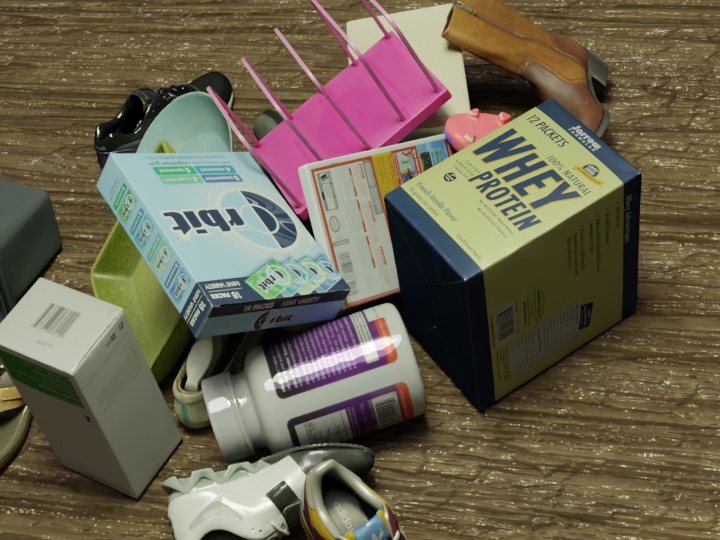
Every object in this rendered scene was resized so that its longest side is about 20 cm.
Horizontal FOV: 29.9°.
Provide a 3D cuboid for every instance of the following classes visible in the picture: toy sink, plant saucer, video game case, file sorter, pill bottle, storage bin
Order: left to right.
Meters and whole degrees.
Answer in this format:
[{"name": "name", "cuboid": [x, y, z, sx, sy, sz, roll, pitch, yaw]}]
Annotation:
[{"name": "storage bin", "cuboid": [-0.438, -0.044, 1.490, 0.198, 0.147, 0.135, 14, 44, 23]}, {"name": "plant saucer", "cuboid": [-0.203, 0.003, 1.389, 0.047, 0.201, 0.201, 11, 37, -35]}, {"name": "plant saucer", "cuboid": [-0.191, -0.095, 1.486, 0.200, 0.038, 0.204, -18, 65, 43]}, {"name": "pill bottle", "cuboid": [-0.045, 0.113, 1.278, 0.198, 0.112, 0.112, -18, 48, -4]}, {"name": "file sorter", "cuboid": [-0.039, -0.186, 1.382, 0.199, 0.126, 0.139, -39, 43, 3]}, {"name": "video game case", "cuboid": [0.036, -0.052, 1.351, 0.198, 0.145, 0.017, -16, 2, -37]}, {"name": "toy sink", "cuboid": [0.059, -0.185, 1.513, 0.129, 0.113, 0.202, -9, 48, 5]}]

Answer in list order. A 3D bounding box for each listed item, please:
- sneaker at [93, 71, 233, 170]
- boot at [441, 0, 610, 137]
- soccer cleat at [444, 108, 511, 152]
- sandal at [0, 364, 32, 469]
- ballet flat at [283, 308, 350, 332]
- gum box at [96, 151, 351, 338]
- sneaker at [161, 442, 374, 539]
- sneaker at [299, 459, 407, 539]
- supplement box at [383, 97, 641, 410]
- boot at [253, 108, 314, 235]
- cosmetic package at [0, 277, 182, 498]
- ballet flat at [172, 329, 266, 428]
[{"name": "sneaker", "cuboid": [-0.229, -0.184, 1.589, 0.075, 0.088, 0.200, 28, 60, 31]}, {"name": "boot", "cuboid": [0.180, -0.220, 1.474, 0.199, 0.068, 0.190, 29, 50, -15]}, {"name": "soccer cleat", "cuboid": [0.176, -0.106, 1.400, 0.197, 0.077, 0.067, 15, 49, -6]}, {"name": "sandal", "cuboid": [-0.361, 0.123, 1.374, 0.080, 0.054, 0.201, 17, 55, 25]}, {"name": "ballet flat", "cuboid": [0.000, 0.000, 1.388, 0.199, 0.063, 0.068, -30, 50, -14]}, {"name": "gum box", "cuboid": [-0.129, -0.030, 1.264, 0.169, 0.045, 0.200, -6, 47, -45]}, {"name": "sneaker", "cuboid": [-0.077, 0.216, 1.234, 0.197, 0.074, 0.089, -14, 66, -2]}, {"name": "sneaker", "cuboid": [0.015, 0.250, 1.136, 0.075, 0.090, 0.200, -36, 71, -20]}, {"name": "supplement box", "cuboid": [0.149, -0.015, 1.287, 0.198, 0.201, 0.134, -30, 51, -16]}, {"name": "boot", "cuboid": [-0.116, -0.093, 1.503, 0.130, 0.068, 0.201, -27, 49, -6]}, {"name": "cosmetic package", "cuboid": [-0.253, 0.112, 1.263, 0.107, 0.201, 0.085, 17, 53, 27]}, {"name": "ballet flat", "cuboid": [-0.138, 0.067, 1.370, 0.067, 0.063, 0.202, 5, 51, 16]}]
